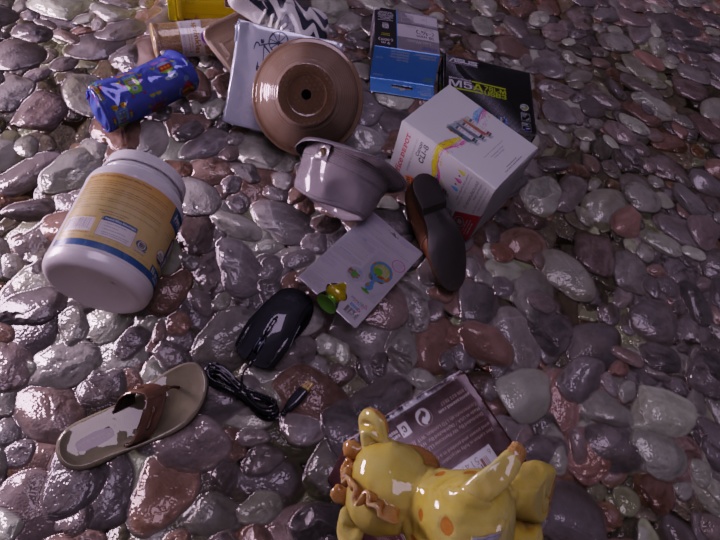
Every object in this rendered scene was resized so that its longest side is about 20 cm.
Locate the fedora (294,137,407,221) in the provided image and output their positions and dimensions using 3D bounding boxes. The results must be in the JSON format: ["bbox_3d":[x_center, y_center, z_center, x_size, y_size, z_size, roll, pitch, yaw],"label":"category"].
[{"bbox_3d":[-0.032,-0.138,0.906,0.198,0.177,0.091,23,84,22],"label":"fedora"}]

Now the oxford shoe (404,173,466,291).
[{"bbox_3d":[0.124,-0.058,0.937,0.071,0.071,0.202,-10,77,-24],"label":"oxford shoe"}]

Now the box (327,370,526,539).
[{"bbox_3d":[0.077,0.256,0.651,0.165,0.201,0.165,-25,66,-24],"label":"box"}]

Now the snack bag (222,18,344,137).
[{"bbox_3d":[-0.143,-0.334,0.999,0.198,0.021,0.191,11,102,-6],"label":"snack bag"}]

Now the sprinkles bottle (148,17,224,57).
[{"bbox_3d":[-0.306,-0.458,1.085,0.198,0.068,0.069,-14,63,-18],"label":"sprinkles bottle"}]

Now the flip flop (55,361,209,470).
[{"bbox_3d":[-0.287,0.183,0.706,0.199,0.058,0.081,-24,66,-23],"label":"flip flop"}]

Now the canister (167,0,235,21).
[{"bbox_3d":[-0.301,-0.589,1.156,0.198,0.087,0.150,-4,60,-16],"label":"canister"}]

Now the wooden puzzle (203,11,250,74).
[{"bbox_3d":[-0.178,-0.406,1.070,0.185,0.046,0.201,-41,100,-29],"label":"wooden puzzle"}]

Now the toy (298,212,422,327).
[{"bbox_3d":[0.000,0.000,0.878,0.115,0.047,0.200,40,49,6],"label":"toy"}]

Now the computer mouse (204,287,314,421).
[{"bbox_3d":[-0.113,0.111,0.791,0.140,0.046,0.200,34,59,11],"label":"computer mouse"}]

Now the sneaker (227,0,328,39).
[{"bbox_3d":[-0.148,-0.437,1.019,0.198,0.079,0.131,13,64,-37],"label":"sneaker"}]

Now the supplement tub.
[{"bbox_3d":[-0.340,-0.057,0.789,0.143,0.145,0.202,13,58,-4],"label":"supplement tub"}]

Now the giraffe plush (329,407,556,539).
[{"bbox_3d":[0.058,0.210,0.482,0.161,0.200,0.174,13,64,37],"label":"giraffe plush"}]

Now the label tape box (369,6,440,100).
[{"bbox_3d":[0.094,-0.463,1.172,0.142,0.063,0.202,6,58,-7],"label":"label tape box"}]

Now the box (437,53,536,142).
[{"bbox_3d":[0.260,-0.355,1.151,0.198,0.048,0.195,11,60,-6],"label":"box"}]

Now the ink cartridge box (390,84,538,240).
[{"bbox_3d":[0.171,-0.191,0.974,0.200,0.146,0.144,41,60,15],"label":"ink cartridge box"}]

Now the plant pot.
[{"bbox_3d":[-0.091,-0.298,0.953,0.198,0.093,0.203,-1,103,-4],"label":"plant pot"}]

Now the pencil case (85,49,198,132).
[{"bbox_3d":[-0.386,-0.324,0.980,0.200,0.078,0.087,-40,103,-29],"label":"pencil case"}]
